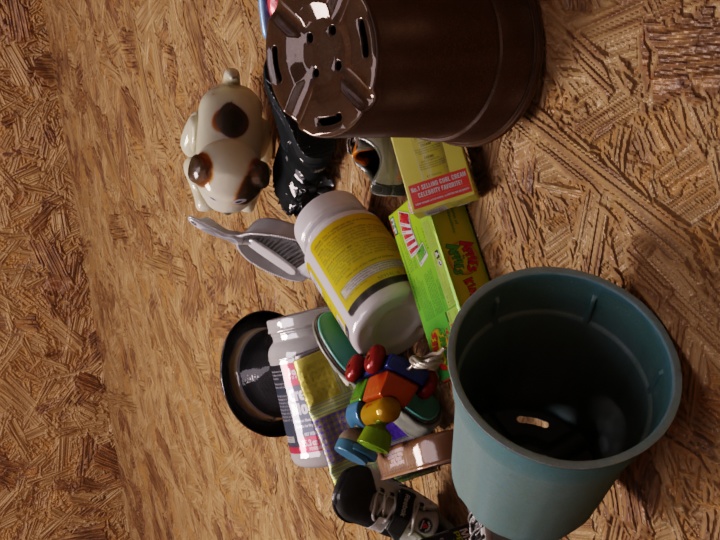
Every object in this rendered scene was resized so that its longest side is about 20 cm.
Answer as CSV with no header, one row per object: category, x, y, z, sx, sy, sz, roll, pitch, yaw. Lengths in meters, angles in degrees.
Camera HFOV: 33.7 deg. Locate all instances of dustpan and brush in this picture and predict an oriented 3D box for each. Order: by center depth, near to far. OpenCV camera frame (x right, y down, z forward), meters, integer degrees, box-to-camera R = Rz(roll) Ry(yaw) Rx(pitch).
dustpan and brush,-0.146,-0.040,1.671,0.199,0.058,0.140,32,152,-6

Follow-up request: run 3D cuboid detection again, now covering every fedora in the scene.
fedora,-0.104,0.144,1.702,0.091,0.200,0.203,-11,92,40

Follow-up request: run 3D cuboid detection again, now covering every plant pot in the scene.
plant pot,0.164,0.135,1.074,0.197,0.198,0.201,96,151,-52
plant pot,0.032,-0.205,1.103,0.199,0.197,0.203,15,111,44

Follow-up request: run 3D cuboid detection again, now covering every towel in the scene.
towel,0.005,0.176,1.502,0.023,0.142,0.202,12,-120,-83

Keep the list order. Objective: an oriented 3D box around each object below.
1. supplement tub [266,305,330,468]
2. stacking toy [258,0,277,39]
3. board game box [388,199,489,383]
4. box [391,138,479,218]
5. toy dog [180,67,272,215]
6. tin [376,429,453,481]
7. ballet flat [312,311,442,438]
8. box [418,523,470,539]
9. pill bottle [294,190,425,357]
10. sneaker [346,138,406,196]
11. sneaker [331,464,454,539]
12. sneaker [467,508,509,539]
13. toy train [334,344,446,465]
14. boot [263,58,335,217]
supplement tub,-0.045,0.151,1.593,0.140,0.139,0.202,-14,89,66
stacking toy,-0.025,-0.307,1.386,0.199,0.115,0.111,33,135,43
board game box,0.098,0.014,1.317,0.102,0.047,0.202,-39,66,65
box,0.063,-0.162,1.260,0.050,0.074,0.202,15,-120,-78
toy dog,-0.178,-0.164,1.681,0.201,0.138,0.195,-95,23,-51
tin,0.087,0.206,1.359,0.200,0.111,0.042,-36,70,64
ballet flat,0.011,0.134,1.461,0.200,0.067,0.064,40,141,5
box,0.104,0.402,1.363,0.201,0.159,0.045,58,149,35
pill bottle,0.000,0.000,1.449,0.201,0.113,0.115,57,149,38
sneaker,0.017,-0.164,1.368,0.074,0.079,0.201,104,151,-47
sneaker,0.048,0.290,1.442,0.088,0.199,0.075,7,73,42
sneaker,0.147,0.295,1.306,0.201,0.081,0.077,59,151,34
toy train,0.032,0.149,1.315,0.117,0.084,0.200,-68,13,-19
boot,-0.090,-0.182,1.621,0.163,0.073,0.200,113,140,-62
